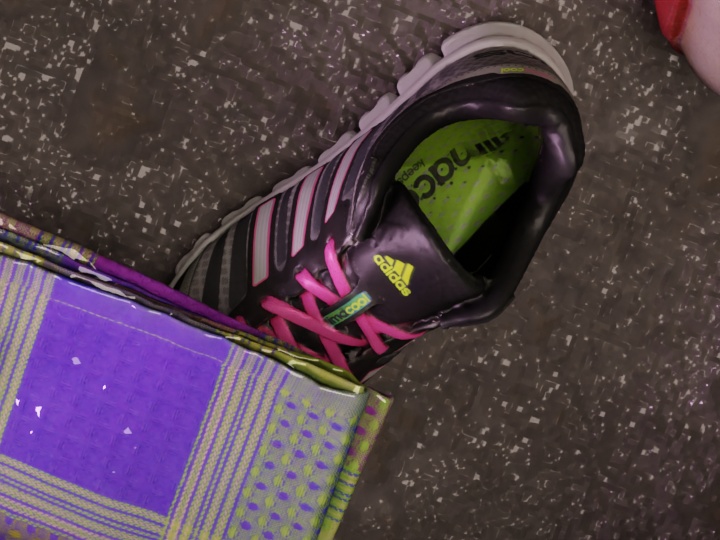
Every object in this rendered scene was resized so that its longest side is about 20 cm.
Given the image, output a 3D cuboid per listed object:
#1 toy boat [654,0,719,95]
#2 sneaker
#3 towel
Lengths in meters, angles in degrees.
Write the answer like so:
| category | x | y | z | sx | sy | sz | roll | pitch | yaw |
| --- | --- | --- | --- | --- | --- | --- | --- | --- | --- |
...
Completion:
| category | x | y | z | sx | sy | sz | roll | pitch | yaw |
| --- | --- | --- | --- | --- | --- | --- | --- | --- | --- |
| toy boat | 0.182 | -0.146 | 0.989 | 0.200 | 0.131 | 0.131 | -19 | 74 | -8 |
| sneaker | 0.000 | 0.000 | 0.978 | 0.200 | 0.087 | 0.074 | -44 | 105 | -1 |
| towel | -0.106 | 0.061 | 0.966 | 0.200 | 0.023 | 0.144 | 23 | 108 | -2 |
